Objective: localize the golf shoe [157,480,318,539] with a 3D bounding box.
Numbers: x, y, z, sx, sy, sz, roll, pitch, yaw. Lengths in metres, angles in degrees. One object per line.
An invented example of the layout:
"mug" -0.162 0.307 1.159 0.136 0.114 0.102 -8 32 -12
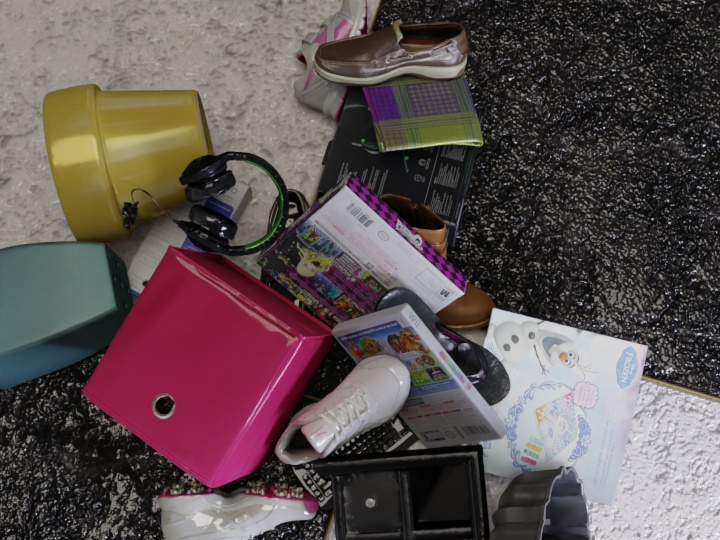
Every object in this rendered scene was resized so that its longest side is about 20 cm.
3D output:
"golf shoe" -0.149 0.307 1.325 0.197 0.075 0.093 0 89 4

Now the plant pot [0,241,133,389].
"plant pot" -0.394 0.046 1.360 0.197 0.141 0.143 -15 73 2

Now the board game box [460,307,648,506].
"board game box" 0.236 0.167 1.339 0.196 0.043 0.203 14 86 7

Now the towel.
"towel" 0.072 -0.231 1.399 0.142 0.023 0.202 -7 54 -11

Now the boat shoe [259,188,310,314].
"boat shoe" -0.100 -0.013 1.408 0.073 0.073 0.203 -3 73 2

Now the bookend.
"bookend" 0.055 0.316 1.281 0.197 0.092 0.202 -5 85 10

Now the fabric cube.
"fabric cube" -0.170 0.110 1.286 0.195 0.200 0.201 33 94 11

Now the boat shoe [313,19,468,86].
"boat shoe" 0.039 -0.289 1.378 0.200 0.075 0.075 -6 54 -9

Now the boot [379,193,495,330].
"boot" 0.092 -0.013 1.350 0.198 0.156 0.077 25 51 7

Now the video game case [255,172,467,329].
"video game case" 0.000 0.000 1.318 0.200 0.181 0.036 40 38 -15

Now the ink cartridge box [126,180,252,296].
"ink cartridge box" -0.232 -0.043 1.442 0.094 0.037 0.202 25 74 10

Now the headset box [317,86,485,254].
"headset box" 0.047 -0.137 1.419 0.197 0.093 0.176 13 67 5

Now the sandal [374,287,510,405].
"sandal" 0.100 0.099 1.286 0.200 0.048 0.076 38 83 -13

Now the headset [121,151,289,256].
"headset" -0.183 -0.077 1.291 0.197 0.094 0.125 -2 102 -8

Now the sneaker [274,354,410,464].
"sneaker" -0.022 0.177 1.276 0.200 0.099 0.078 -41 87 26

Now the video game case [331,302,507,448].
"video game case" 0.068 0.130 1.284 0.201 0.143 0.018 51 55 -15

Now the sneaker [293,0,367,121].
"sneaker" -0.041 -0.311 1.490 0.087 0.081 0.202 14 74 4

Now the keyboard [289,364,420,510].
"keyboard" -0.004 0.196 1.371 0.199 0.021 0.127 -37 76 -9

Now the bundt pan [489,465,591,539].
"bundt pan" 0.203 0.325 1.244 0.075 0.202 0.205 -2 71 29

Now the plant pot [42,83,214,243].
"plant pot" -0.284 -0.146 1.377 0.186 0.201 0.203 -12 73 -4
